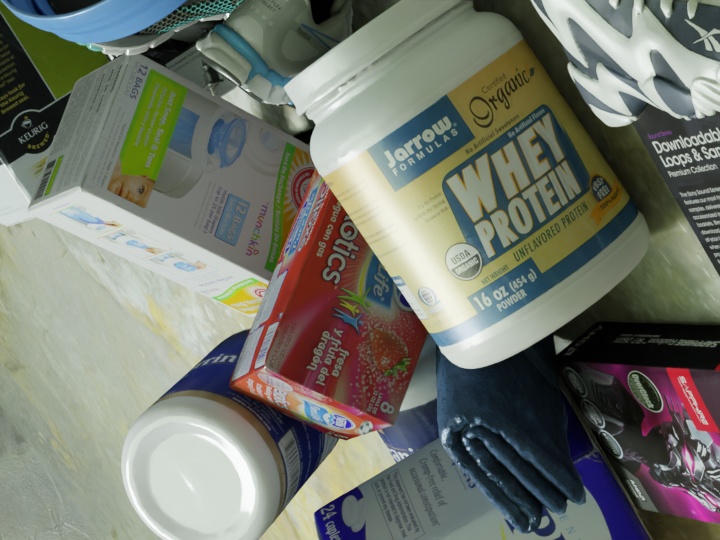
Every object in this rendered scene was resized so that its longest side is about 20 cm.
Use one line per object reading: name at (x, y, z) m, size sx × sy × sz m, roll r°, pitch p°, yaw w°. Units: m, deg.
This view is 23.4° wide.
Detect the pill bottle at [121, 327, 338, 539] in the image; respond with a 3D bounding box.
pill bottle at (-0.077, 0.108, 1.235) m, size 0.115 × 0.200 × 0.116 m, roll 7°, pitch 112°, yaw 18°

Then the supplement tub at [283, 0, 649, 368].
supplement tub at (0.061, -0.059, 1.021) m, size 0.200 × 0.144 × 0.145 m, roll 55°, pitch 158°, yaw -5°

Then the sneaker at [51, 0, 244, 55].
sneaker at (-0.102, -0.194, 1.113) m, size 0.091 × 0.199 × 0.078 m, roll -27°, pitch 83°, yaw 55°

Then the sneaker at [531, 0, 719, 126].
sneaker at (0.137, -0.144, 0.828) m, size 0.130 × 0.079 × 0.199 m, roll 49°, pitch 170°, yaw -12°

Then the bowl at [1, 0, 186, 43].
bowl at (-0.134, -0.223, 1.031) m, size 0.200 × 0.201 × 0.039 m, roll 30°, pitch 174°, yaw 45°

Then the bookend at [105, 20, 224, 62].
bookend at (-0.145, -0.240, 1.240) m, size 0.198 × 0.092 × 0.201 m, roll 15°, pitch 137°, yaw 57°

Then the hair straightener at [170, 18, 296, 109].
hair straightener at (-0.099, -0.151, 1.197) m, size 0.200 × 0.077 × 0.041 m, roll 20°, pitch 154°, yaw -39°

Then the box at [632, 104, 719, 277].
box at (0.231, -0.018, 0.887) m, size 0.200 × 0.036 × 0.143 m, roll 57°, pitch 157°, yaw -11°

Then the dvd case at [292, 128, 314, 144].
dvd case at (-0.005, -0.046, 1.344) m, size 0.143 × 0.018 × 0.200 m, roll 57°, pitch 158°, yaw -10°

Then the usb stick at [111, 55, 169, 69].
usb stick at (-0.125, -0.102, 1.345) m, size 0.055 × 0.033 × 0.200 m, roll 8°, pitch 156°, yaw 33°

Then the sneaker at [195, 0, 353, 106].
sneaker at (-0.026, -0.153, 1.105) m, size 0.075 × 0.087 × 0.200 m, roll 40°, pitch -165°, yaw 8°

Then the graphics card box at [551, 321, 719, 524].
graphics card box at (0.212, 0.095, 1.070) m, size 0.126 × 0.051 × 0.200 m, roll 59°, pitch 159°, yaw -14°

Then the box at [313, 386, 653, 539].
box at (0.101, 0.210, 1.215) m, size 0.184 × 0.200 × 0.105 m, roll 58°, pitch -177°, yaw -27°

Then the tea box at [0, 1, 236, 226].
tea box at (-0.247, -0.172, 1.403) m, size 0.197 × 0.200 × 0.134 m, roll 59°, pitch 158°, yaw -11°

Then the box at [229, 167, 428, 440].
box at (0.000, 0.000, 1.141) m, size 0.095 × 0.201 × 0.100 m, roll 25°, pitch 162°, yaw -12°

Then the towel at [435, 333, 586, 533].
towel at (0.092, 0.067, 1.122) m, size 0.112 × 0.048 × 0.200 m, roll 46°, pitch -156°, yaw -25°

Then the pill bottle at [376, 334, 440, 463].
pill bottle at (0.060, 0.091, 1.274) m, size 0.111 × 0.111 × 0.200 m, roll 16°, pitch 141°, yaw 57°

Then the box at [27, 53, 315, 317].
box at (-0.118, -0.057, 1.257) m, size 0.200 × 0.113 × 0.101 m, roll 27°, pitch 159°, yaw -26°
